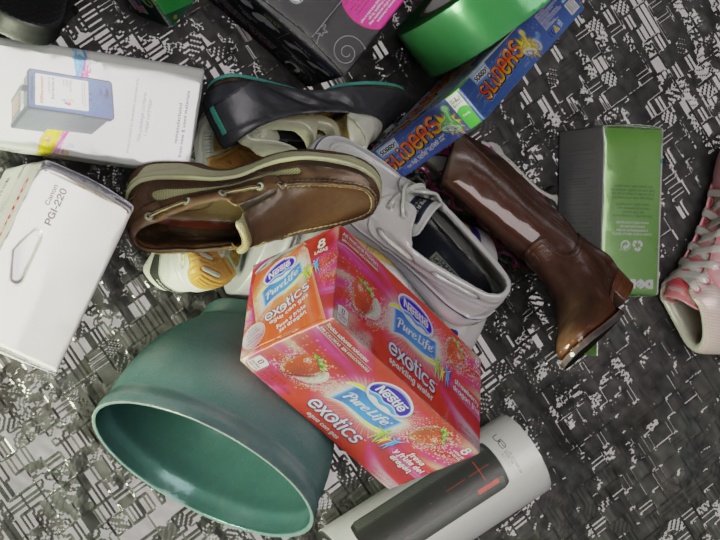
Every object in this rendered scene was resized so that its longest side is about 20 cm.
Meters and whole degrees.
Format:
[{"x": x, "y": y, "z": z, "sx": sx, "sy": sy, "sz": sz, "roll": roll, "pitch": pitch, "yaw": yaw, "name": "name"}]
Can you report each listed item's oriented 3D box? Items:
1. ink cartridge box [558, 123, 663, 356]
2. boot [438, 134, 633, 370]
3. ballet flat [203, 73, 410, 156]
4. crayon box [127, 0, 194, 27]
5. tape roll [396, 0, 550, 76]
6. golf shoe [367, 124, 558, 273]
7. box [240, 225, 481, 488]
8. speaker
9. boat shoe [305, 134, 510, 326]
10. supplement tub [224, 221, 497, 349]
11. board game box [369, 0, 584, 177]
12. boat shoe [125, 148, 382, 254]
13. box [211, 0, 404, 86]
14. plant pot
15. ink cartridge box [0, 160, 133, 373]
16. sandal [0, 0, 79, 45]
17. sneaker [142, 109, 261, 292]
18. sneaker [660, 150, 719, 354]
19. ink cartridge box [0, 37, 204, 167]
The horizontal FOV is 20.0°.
[{"x": 0.219, "y": -0.026, "z": 1.812, "sx": 0.059, "sy": 0.104, "sz": 0.202, "roll": 1, "pitch": 90, "yaw": -16, "name": "ink cartridge box"}, {"x": 0.129, "y": -0.023, "z": 1.673, "sx": 0.200, "sy": 0.186, "sz": 0.064, "roll": 46, "pitch": 110, "yaw": -2, "name": "boot"}, {"x": -0.039, "y": -0.119, "z": 1.685, "sx": 0.199, "sy": 0.073, "sz": 0.074, "roll": 1, "pitch": 90, "yaw": -36, "name": "ballet flat"}, {"x": -0.139, "y": -0.318, "z": 1.686, "sx": 0.200, "sy": 0.051, "sz": 0.127, "roll": -54, "pitch": 141, "yaw": -16, "name": "crayon box"}, {"x": 0.122, "y": -0.243, "z": 1.729, "sx": 0.200, "sy": 0.200, "sz": 0.048, "roll": -42, "pitch": 101, "yaw": -13, "name": "tape roll"}, {"x": 0.085, "y": -0.080, "z": 1.796, "sx": 0.199, "sy": 0.073, "sz": 0.093, "roll": 31, "pitch": 56, "yaw": -16, "name": "golf shoe"}, {"x": 0.004, "y": 0.071, "z": 1.613, "sx": 0.200, "sy": 0.095, "sz": 0.100, "roll": 44, "pitch": 35, "yaw": -35, "name": "box"}, {"x": 0.066, "y": 0.208, "z": 1.780, "sx": 0.199, "sy": 0.081, "sz": 0.082, "roll": -30, "pitch": 99, "yaw": -15, "name": "speaker"}, {"x": 0.042, "y": -0.042, "z": 1.635, "sx": 0.200, "sy": 0.065, "sz": 0.074, "roll": 40, "pitch": 57, "yaw": -6, "name": "boat shoe"}, {"x": 0.000, "y": 0.000, "z": 1.722, "sx": 0.199, "sy": 0.145, "sz": 0.146, "roll": 23, "pitch": 84, "yaw": -16, "name": "supplement tub"}, {"x": 0.095, "y": -0.155, "z": 1.711, "sx": 0.035, "sy": 0.135, "sz": 0.200, "roll": 49, "pitch": 44, "yaw": -7, "name": "board game box"}, {"x": -0.083, "y": -0.041, "z": 1.580, "sx": 0.201, "sy": 0.075, "sz": 0.075, "roll": -5, "pitch": 133, "yaw": 6, "name": "boat shoe"}, {"x": -0.017, "y": -0.274, "z": 1.731, "sx": 0.132, "sy": 0.115, "sz": 0.200, "roll": 40, "pitch": 78, "yaw": -12, "name": "box"}, {"x": -0.102, "y": 0.109, "z": 1.678, "sx": 0.200, "sy": 0.200, "sz": 0.135, "roll": 33, "pitch": 63, "yaw": -15, "name": "plant pot"}, {"x": -0.260, "y": -0.004, "z": 1.611, "sx": 0.084, "sy": 0.200, "sz": 0.146, "roll": 26, "pitch": 83, "yaw": -15, "name": "ink cartridge box"}, {"x": -0.259, "y": -0.216, "z": 1.633, "sx": 0.075, "sy": 0.201, "sz": 0.048, "roll": 22, "pitch": 116, "yaw": -3, "name": "sandal"}, {"x": -0.135, "y": -0.074, "z": 1.718, "sx": 0.076, "sy": 0.087, "sz": 0.201, "roll": 36, "pitch": 56, "yaw": -35, "name": "sneaker"}, {"x": 0.326, "y": -0.018, "z": 1.860, "sx": 0.104, "sy": 0.075, "sz": 0.202, "roll": -7, "pitch": 97, "yaw": -22, "name": "sneaker"}, {"x": -0.241, "y": -0.133, "z": 1.645, "sx": 0.199, "sy": 0.145, "sz": 0.088, "roll": 9, "pitch": 90, "yaw": -18, "name": "ink cartridge box"}]
